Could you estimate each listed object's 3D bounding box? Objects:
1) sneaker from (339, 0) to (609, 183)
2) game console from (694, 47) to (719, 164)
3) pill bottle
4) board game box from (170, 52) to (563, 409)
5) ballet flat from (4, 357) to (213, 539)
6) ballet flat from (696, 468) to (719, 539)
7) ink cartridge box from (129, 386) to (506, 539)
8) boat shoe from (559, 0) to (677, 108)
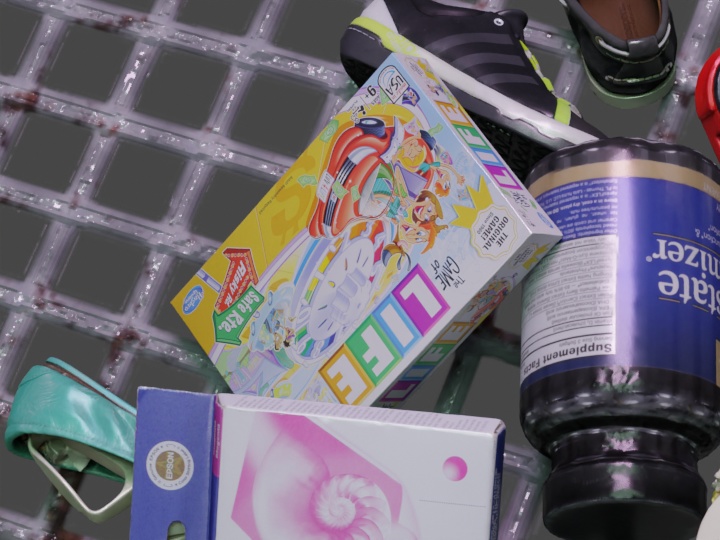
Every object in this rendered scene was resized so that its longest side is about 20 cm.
[{"bbox_3d":[0.080,-0.113,1.525,0.200,0.072,0.083,30,74,20],"label":"sneaker"},{"bbox_3d":[0.292,-0.055,1.457,0.177,0.031,0.200,-22,84,-9],"label":"game console"},{"bbox_3d":[0.140,0.040,1.428,0.112,0.112,0.200,-2,67,9],"label":"pill bottle"},{"bbox_3d":[0.000,0.000,1.457,0.200,0.034,0.134,-48,64,23],"label":"board game box"},{"bbox_3d":[-0.112,0.115,1.465,0.200,0.067,0.070,23,73,24],"label":"ballet flat"},{"bbox_3d":[0.182,0.170,1.357,0.076,0.064,0.200,16,94,42],"label":"ballet flat"},{"bbox_3d":[-0.031,0.167,1.395,0.200,0.043,0.197,4,97,10],"label":"ink cartridge box"},{"bbox_3d":[0.133,-0.193,1.554,0.072,0.068,0.200,-21,64,2],"label":"boat shoe"}]
